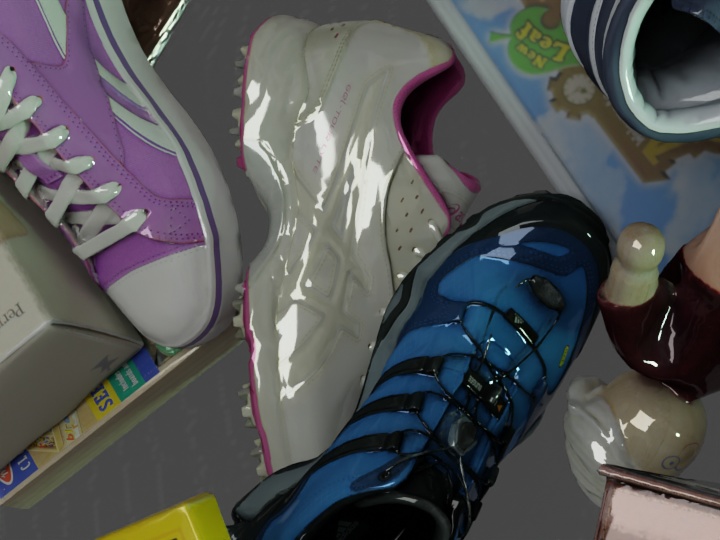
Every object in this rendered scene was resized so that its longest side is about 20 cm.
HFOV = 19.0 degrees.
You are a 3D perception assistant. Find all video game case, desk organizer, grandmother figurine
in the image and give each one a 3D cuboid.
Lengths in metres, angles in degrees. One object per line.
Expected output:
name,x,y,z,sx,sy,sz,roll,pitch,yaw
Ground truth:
video game case,0.121,-0.109,0.741,0.181,0.022,0.200,-32,110,14
desk organizer,0.124,0.111,0.669,0.071,0.200,0.078,14,88,23
grandmother figurine,0.129,0.004,0.735,0.201,0.121,0.061,-61,37,26

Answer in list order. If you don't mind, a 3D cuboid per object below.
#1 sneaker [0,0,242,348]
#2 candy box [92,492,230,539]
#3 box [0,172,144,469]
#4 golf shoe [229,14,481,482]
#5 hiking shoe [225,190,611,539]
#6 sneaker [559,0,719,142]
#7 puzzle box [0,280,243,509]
sneaker,-0.127,-0.051,0.801,0.072,0.114,0.201,-29,88,38
candy box,-0.057,0.182,0.677,0.102,0.026,0.201,-23,85,20
box,-0.183,-0.024,0.856,0.095,0.078,0.200,-40,68,11
golf shoe,0.000,0.000,0.810,0.091,0.075,0.202,-2,85,11
hiking shoe,0.028,0.063,0.747,0.200,0.074,0.087,-53,22,1
sneaker,0.140,-0.124,0.663,0.070,0.109,0.200,34,110,-14
puzzle box,-0.142,-0.020,0.895,0.133,0.025,0.201,-38,69,13
